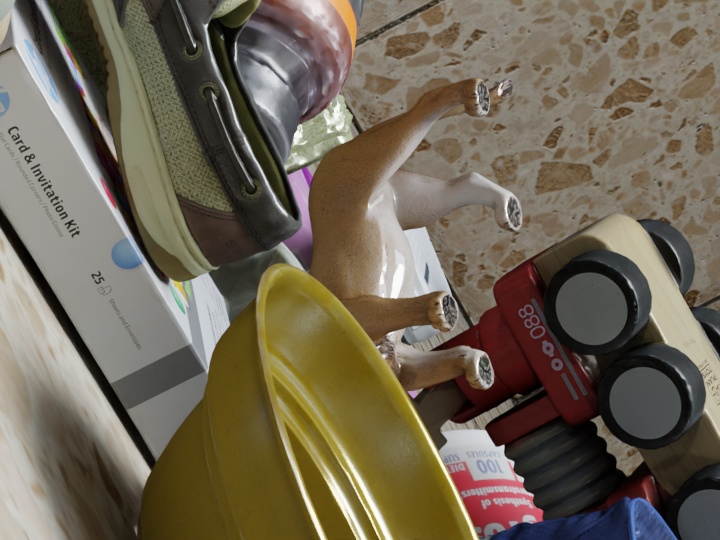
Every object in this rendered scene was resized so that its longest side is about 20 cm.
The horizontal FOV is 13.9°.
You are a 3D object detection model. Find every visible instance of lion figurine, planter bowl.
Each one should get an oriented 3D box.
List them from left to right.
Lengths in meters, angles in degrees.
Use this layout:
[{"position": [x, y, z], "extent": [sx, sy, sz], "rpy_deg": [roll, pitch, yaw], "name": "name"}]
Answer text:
[{"position": [-0.021, 0.105, 1.027], "extent": [0.200, 0.083, 0.200], "rpy_deg": [58, 13, -23], "name": "planter bowl"}, {"position": [0.000, 0.000, 1.293], "extent": [0.072, 0.122, 0.200], "rpy_deg": [54, 40, -38], "name": "lion figurine"}]

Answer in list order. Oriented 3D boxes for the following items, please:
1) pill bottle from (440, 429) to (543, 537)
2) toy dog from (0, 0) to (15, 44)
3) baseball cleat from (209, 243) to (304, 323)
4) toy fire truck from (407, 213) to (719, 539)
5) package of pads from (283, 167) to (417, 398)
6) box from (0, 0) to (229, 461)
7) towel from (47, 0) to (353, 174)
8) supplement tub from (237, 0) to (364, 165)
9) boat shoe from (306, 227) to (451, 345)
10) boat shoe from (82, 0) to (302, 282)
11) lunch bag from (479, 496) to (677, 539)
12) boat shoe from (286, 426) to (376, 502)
[{"position": [0.067, 0.186, 1.472], "extent": [0.112, 0.112, 0.200], "rpy_deg": [58, 6, -51], "name": "pill bottle"}, {"position": [-0.157, -0.154, 0.980], "extent": [0.200, 0.096, 0.132], "rpy_deg": [61, 4, -26], "name": "toy dog"}, {"position": [-0.031, 0.081, 1.349], "extent": [0.106, 0.070, 0.200], "rpy_deg": [73, 1, -66], "name": "baseball cleat"}, {"position": [0.084, 0.093, 1.408], "extent": [0.176, 0.200, 0.129], "rpy_deg": [60, 27, -1], "name": "toy fire truck"}, {"position": [-0.044, -0.004, 1.564], "extent": [0.200, 0.076, 0.121], "rpy_deg": [58, 10, -41], "name": "package of pads"}, {"position": [-0.108, -0.026, 1.173], "extent": [0.200, 0.041, 0.156], "rpy_deg": [60, 4, -25], "name": "box"}, {"position": [-0.095, -0.118, 1.310], "extent": [0.036, 0.148, 0.200], "rpy_deg": [-30, -90, 51], "name": "towel"}, {"position": [-0.048, -0.132, 1.250], "extent": [0.107, 0.107, 0.200], "rpy_deg": [58, 34, -47], "name": "supplement tub"}, {"position": [0.003, 0.006, 1.457], "extent": [0.200, 0.071, 0.072], "rpy_deg": [-42, 109, -84], "name": "boat shoe"}, {"position": [-0.068, -0.099, 1.129], "extent": [0.072, 0.066, 0.201], "rpy_deg": [6, 71, -79], "name": "boat shoe"}, {"position": [0.088, 0.213, 1.290], "extent": [0.136, 0.132, 0.200], "rpy_deg": [52, 28, -47], "name": "lunch bag"}, {"position": [-0.021, 0.124, 1.167], "extent": [0.063, 0.073, 0.200], "rpy_deg": [49, -12, 49], "name": "boat shoe"}]
